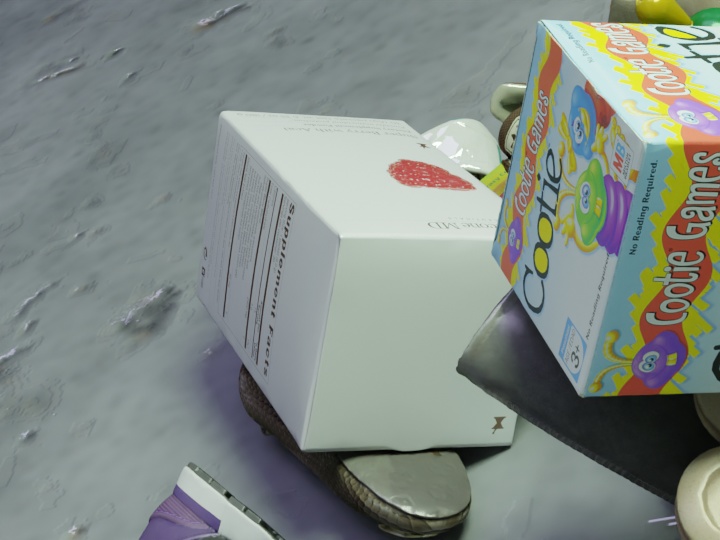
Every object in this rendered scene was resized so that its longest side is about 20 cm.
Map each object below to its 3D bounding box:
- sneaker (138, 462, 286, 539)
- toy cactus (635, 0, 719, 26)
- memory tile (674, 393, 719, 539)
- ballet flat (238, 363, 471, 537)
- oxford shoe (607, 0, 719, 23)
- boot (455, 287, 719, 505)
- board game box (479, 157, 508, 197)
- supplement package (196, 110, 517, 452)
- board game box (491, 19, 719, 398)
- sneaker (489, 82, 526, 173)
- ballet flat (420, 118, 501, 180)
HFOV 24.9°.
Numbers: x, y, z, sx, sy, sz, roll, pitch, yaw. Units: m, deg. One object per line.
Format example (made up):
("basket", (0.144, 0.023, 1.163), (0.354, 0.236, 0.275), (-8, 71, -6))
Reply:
("sneaker", (-0.054, 0.171, 0.775), (0.088, 0.076, 0.200), (-50, 30, -9))
("toy cactus", (0.214, -0.134, 0.811), (0.200, 0.102, 0.165), (-29, 3, -5))
("memory tile", (0.183, 0.118, 0.581), (0.153, 0.017, 0.200), (12, 61, 6))
("ballet flat", (-0.008, 0.095, 0.867), (0.067, 0.046, 0.200), (-5, 23, -33))
("oxford shoe", (0.180, -0.148, 0.992), (0.070, 0.075, 0.200), (-36, 2, -22))
("boot", (0.167, 0.043, 0.673), (0.200, 0.073, 0.182), (35, 51, 25))
("board game box", (0.136, -0.015, 0.909), (0.102, 0.048, 0.200), (-40, 32, -20))
("supplement package", (0.000, 0.000, 0.883), (0.121, 0.120, 0.200), (1, 22, -23))
("board game box", (0.166, -0.024, 0.608), (0.200, 0.105, 0.103), (-1, 31, -16))
("sneaker", (0.105, -0.047, 0.834), (0.200, 0.075, 0.071), (-93, 25, -71))
("ballet flat", (0.002, -0.031, 1.036), (0.200, 0.069, 0.069), (-27, 30, -1))
